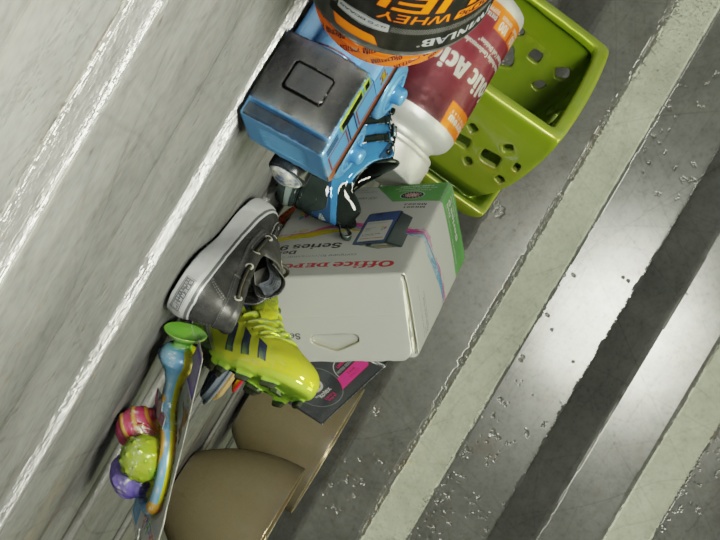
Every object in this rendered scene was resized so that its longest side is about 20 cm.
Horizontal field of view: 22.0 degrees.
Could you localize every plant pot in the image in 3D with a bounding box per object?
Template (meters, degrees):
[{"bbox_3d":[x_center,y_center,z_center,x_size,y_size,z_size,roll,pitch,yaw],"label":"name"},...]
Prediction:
[{"bbox_3d":[-0.102,0.220,2.604,0.201,0.134,0.200,-59,176,-6],"label":"plant pot"},{"bbox_3d":[-0.176,0.304,2.349,0.201,0.134,0.200,-59,177,-4],"label":"plant pot"},{"bbox_3d":[0.121,-0.189,1.990,0.182,0.199,0.199,-52,-177,43],"label":"plant pot"}]

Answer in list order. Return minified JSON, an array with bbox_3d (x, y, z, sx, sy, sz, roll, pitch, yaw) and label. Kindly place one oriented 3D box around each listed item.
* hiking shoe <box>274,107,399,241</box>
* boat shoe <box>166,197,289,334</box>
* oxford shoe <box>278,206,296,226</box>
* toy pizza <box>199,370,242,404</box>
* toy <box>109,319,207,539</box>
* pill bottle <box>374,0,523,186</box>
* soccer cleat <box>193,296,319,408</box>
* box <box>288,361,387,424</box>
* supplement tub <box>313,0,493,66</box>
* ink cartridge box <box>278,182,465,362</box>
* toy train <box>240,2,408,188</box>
[{"bbox_3d":[0.003,-0.124,1.640,0.201,0.086,0.074,-59,177,-15],"label":"hiking shoe"},{"bbox_3d":[-0.091,0.000,1.489,0.070,0.066,0.200,-60,177,20],"label":"boat shoe"},{"bbox_3d":[-0.082,0.017,1.735,0.201,0.072,0.071,-57,176,-34],"label":"oxford shoe"},{"bbox_3d":[-0.099,0.052,1.856,0.201,0.032,0.200,-58,-173,12],"label":"toy pizza"},{"bbox_3d":[-0.173,0.134,1.502,0.115,0.047,0.201,-117,-137,-65],"label":"toy"},{"bbox_3d":[0.060,-0.182,1.748,0.201,0.114,0.114,-59,177,-9],"label":"pill bottle"},{"bbox_3d":[-0.085,0.053,1.497,0.084,0.065,0.200,-56,-150,-7],"label":"soccer cleat"},{"bbox_3d":[-0.029,0.040,1.947,0.122,0.106,0.201,-45,-161,39],"label":"box"},{"bbox_3d":[0.032,-0.202,1.053,0.123,0.122,0.200,-58,176,-21],"label":"supplement tub"},{"bbox_3d":[0.000,0.000,1.646,0.200,0.144,0.088,-61,144,-59],"label":"ink cartridge box"},{"bbox_3d":[-0.006,-0.152,1.296,0.201,0.086,0.114,-59,171,-11],"label":"toy train"}]
